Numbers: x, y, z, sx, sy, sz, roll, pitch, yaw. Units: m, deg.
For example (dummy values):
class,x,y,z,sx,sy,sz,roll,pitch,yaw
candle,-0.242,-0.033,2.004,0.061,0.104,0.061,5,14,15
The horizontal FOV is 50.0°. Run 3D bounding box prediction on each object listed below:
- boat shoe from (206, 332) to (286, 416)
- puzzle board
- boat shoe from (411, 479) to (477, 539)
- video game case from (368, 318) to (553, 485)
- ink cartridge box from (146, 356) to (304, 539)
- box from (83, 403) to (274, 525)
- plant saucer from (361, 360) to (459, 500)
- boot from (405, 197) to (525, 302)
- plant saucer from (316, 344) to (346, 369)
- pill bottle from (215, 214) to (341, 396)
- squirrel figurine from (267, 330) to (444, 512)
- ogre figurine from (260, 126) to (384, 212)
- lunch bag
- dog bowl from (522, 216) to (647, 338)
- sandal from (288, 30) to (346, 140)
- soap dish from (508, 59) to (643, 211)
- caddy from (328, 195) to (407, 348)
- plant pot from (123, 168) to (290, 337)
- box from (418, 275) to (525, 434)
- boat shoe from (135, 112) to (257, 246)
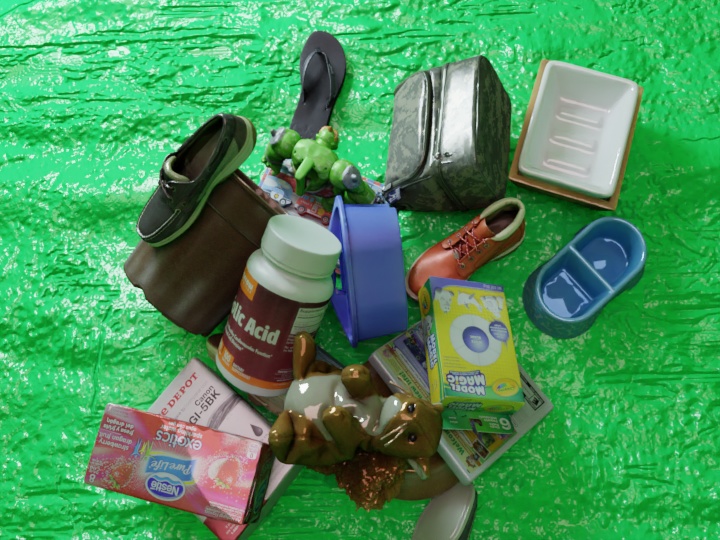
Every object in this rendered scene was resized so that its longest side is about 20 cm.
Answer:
class,x,y,z,sx,sy,sz,roll,pitch,yaw
boat shoe,-0.130,0.154,1.037,0.197,0.072,0.066,29,113,13
puzzle board,-0.065,-0.089,1.141,0.196,0.017,0.153,21,75,10
boat shoe,0.101,0.365,0.977,0.062,0.072,0.202,42,66,-30
video game case,0.134,0.149,1.014,0.180,0.022,0.201,-29,72,-34
ink cartridge box,-0.188,0.236,1.009,0.199,0.083,0.147,38,79,13
box,-0.209,0.230,0.916,0.196,0.100,0.097,12,75,7
plant saucer,0.065,0.195,1.016,0.195,0.036,0.204,1,65,-3
boot,0.144,-0.032,1.066,0.198,0.107,0.076,-34,75,-6
plant saucer,-0.009,0.182,1.052,0.198,0.019,0.070,36,78,12
pill bottle,-0.100,0.043,0.957,0.113,0.114,0.203,27,112,11
squirrel figurine,0.008,0.189,0.909,0.182,0.202,0.143,4,47,13
ogre figurine,-0.057,-0.138,1.085,0.098,0.120,0.201,-39,75,-9
lunch bag,0.117,-0.184,1.102,0.165,0.139,0.204,-6,68,31
dog bowl,0.317,0.004,1.074,0.199,0.050,0.112,-39,74,-10
sandal,-0.064,-0.282,1.187,0.074,0.043,0.205,5,73,5
soap dish,0.311,-0.192,1.120,0.154,0.081,0.204,17,74,8
caddy,0.000,0.000,1.031,0.102,0.141,0.205,-6,99,-6
plant pot,-0.200,-0.033,1.041,0.200,0.200,0.199,41,93,14
box,0.142,0.109,1.001,0.115,0.049,0.204,7,57,-18
boat shoe,-0.210,-0.113,0.923,0.200,0.066,0.072,-43,62,15
